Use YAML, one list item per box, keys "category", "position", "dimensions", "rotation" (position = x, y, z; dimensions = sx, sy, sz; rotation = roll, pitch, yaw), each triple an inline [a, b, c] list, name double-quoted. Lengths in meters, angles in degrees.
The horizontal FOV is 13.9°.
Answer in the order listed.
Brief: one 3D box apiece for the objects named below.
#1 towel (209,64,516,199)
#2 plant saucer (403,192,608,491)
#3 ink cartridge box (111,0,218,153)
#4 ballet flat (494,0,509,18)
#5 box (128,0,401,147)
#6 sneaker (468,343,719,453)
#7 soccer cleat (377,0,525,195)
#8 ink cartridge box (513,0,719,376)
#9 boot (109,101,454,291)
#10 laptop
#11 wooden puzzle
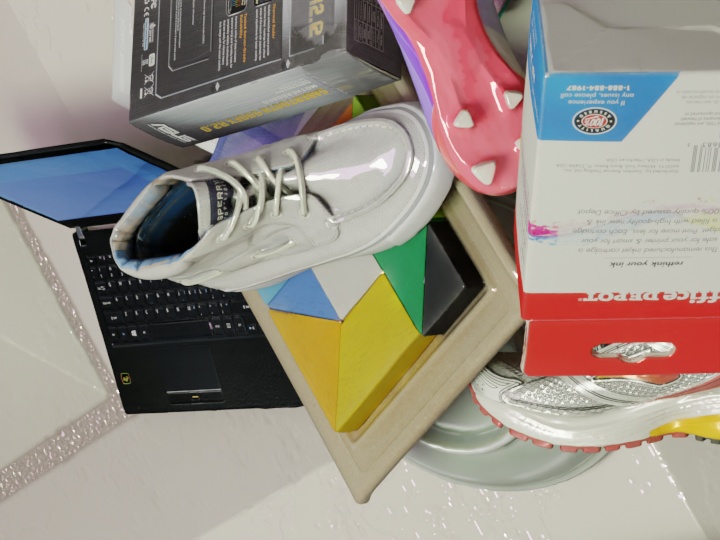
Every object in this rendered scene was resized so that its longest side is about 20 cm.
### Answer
- category: "towel"
  position: [0.016, -0.051, 1.643]
  dimensions: [0.200, 0.024, 0.147]
  rotation: [30, 126, 8]
- category: "plant saucer"
  position: [0.056, 0.046, 1.634]
  dimensions: [0.200, 0.050, 0.200]
  rotation: [12, 122, 19]
- category: "ink cartridge box"
  position: [-0.061, -0.140, 1.711]
  dimensions: [0.200, 0.050, 0.162]
  rotation: [28, 127, 37]
- category: "ballet flat"
  position: [0.065, -0.177, 1.508]
  dimensions: [0.200, 0.071, 0.069]
  rotation: [134, 143, -67]
- category: "box"
  position: [-0.051, -0.181, 1.592]
  dimensions: [0.158, 0.048, 0.200]
  rotation: [-15, 65, 37]
- category: "sneaker"
  position: [0.153, 0.043, 1.538]
  dimensions: [0.200, 0.078, 0.082]
  rotation: [-6, 108, 18]
- category: "soccer cleat"
  position: [0.039, -0.131, 1.460]
  dimensions: [0.076, 0.067, 0.200]
  rotation: [-156, 44, -78]
- category: "ink cartridge box"
  position: [0.134, -0.040, 1.406]
  dimensions: [0.067, 0.116, 0.200]
  rotation: [-94, 4, -45]
- category: "boot"
  position: [-0.045, -0.034, 1.545]
  dimensions: [0.200, 0.096, 0.074]
  rotation: [-29, 70, 43]
- category: "laptop"
  position: [-0.147, 0.008, 1.815]
  dimensions: [0.177, 0.103, 0.200]
  rotation: [-5, 105, 46]
- category: "wooden puzzle"
  position: [0.000, 0.000, 1.590]
  dimensions: [0.200, 0.037, 0.185]
  rotation: [-54, 55, 39]
